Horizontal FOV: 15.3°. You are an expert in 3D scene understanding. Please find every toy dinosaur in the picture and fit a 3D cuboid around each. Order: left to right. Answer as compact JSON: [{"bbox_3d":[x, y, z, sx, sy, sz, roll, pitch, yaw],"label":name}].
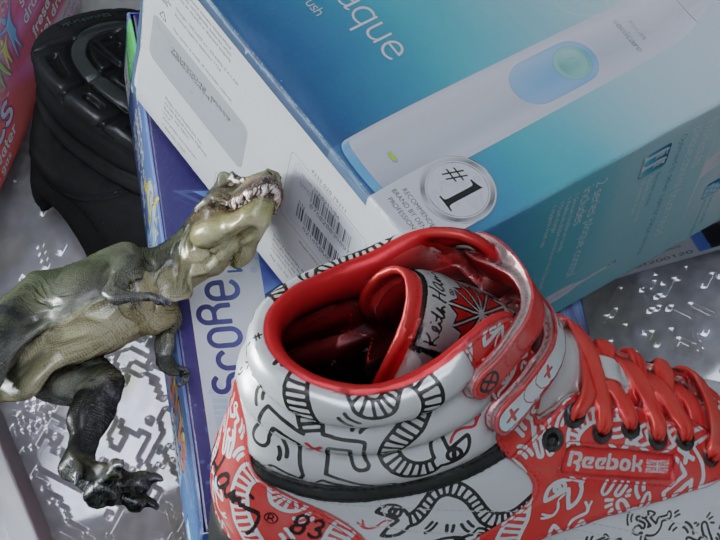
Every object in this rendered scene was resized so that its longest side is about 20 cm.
[{"bbox_3d":[-0.103,0.035,0.816,0.199,0.047,0.089,-19,52,16],"label":"toy dinosaur"}]

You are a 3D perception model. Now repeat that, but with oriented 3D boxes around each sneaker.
[{"bbox_3d":[-0.045,-0.003,0.944,0.076,0.091,0.200,-25,61,-36],"label":"sneaker"},{"bbox_3d":[0.058,0.041,0.758,0.200,0.108,0.067,-4,46,-12],"label":"sneaker"}]

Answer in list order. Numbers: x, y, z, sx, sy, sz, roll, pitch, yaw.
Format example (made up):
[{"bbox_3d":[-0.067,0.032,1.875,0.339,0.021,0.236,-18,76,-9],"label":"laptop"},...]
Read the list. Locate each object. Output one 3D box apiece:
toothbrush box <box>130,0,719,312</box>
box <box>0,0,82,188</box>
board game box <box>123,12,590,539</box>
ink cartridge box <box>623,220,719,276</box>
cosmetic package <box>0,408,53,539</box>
[{"bbox_3d":[0.049,-0.072,0.852,0.199,0.085,0.147,-27,64,-26],"label":"toothbrush box"},{"bbox_3d":[-0.183,-0.057,0.942,0.102,0.095,0.201,11,62,18],"label":"box"},{"bbox_3d":[0.000,0.000,0.869,0.134,0.035,0.201,-3,57,-10],"label":"board game box"},{"bbox_3d":[0.075,-0.096,0.966,0.197,0.043,0.201,-16,72,13],"label":"ink cartridge box"},{"bbox_3d":[-0.138,0.128,0.934,0.082,0.051,0.201,-23,73,-4],"label":"cosmetic package"}]
